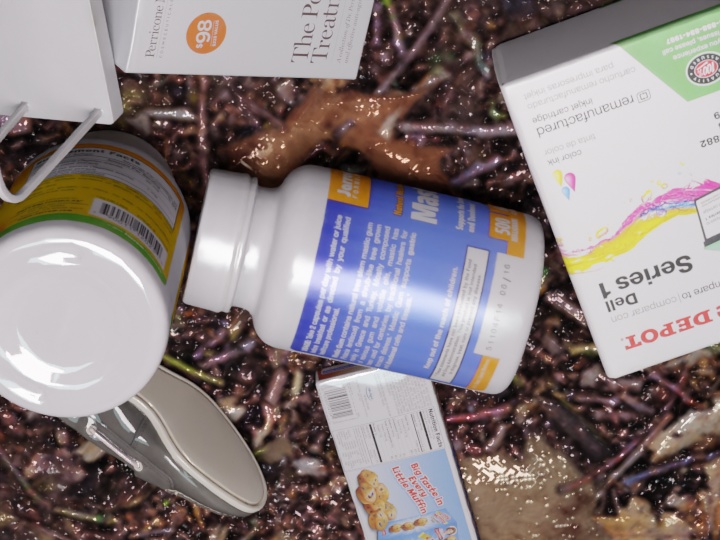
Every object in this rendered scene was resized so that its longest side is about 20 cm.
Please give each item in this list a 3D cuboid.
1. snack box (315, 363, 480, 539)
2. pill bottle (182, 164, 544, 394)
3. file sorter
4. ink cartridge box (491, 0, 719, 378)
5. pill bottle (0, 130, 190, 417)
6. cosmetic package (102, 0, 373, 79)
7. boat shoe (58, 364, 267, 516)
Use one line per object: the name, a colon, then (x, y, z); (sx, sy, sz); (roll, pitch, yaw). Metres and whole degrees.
snack box: (0.032, 0.147, 1.260); (0.072, 0.024, 0.200); (-15, 112, 5)
pill bottle: (0.000, 0.000, 1.150); (0.199, 0.112, 0.112); (13, 113, -6)
file sorter: (-0.250, -0.121, 1.017); (0.199, 0.125, 0.139); (6, 126, 19)
ink cartridge box: (0.179, -0.056, 1.140); (0.144, 0.084, 0.200); (-19, 112, 8)
pill bottle: (-0.154, -0.009, 1.098); (0.111, 0.200, 0.111); (0, 113, 0)
cosmetic package: (-0.054, -0.206, 1.060); (0.150, 0.052, 0.200); (-1, 117, -31)
boat shoe: (-0.145, 0.090, 1.219); (0.200, 0.067, 0.057); (43, 123, -11)
